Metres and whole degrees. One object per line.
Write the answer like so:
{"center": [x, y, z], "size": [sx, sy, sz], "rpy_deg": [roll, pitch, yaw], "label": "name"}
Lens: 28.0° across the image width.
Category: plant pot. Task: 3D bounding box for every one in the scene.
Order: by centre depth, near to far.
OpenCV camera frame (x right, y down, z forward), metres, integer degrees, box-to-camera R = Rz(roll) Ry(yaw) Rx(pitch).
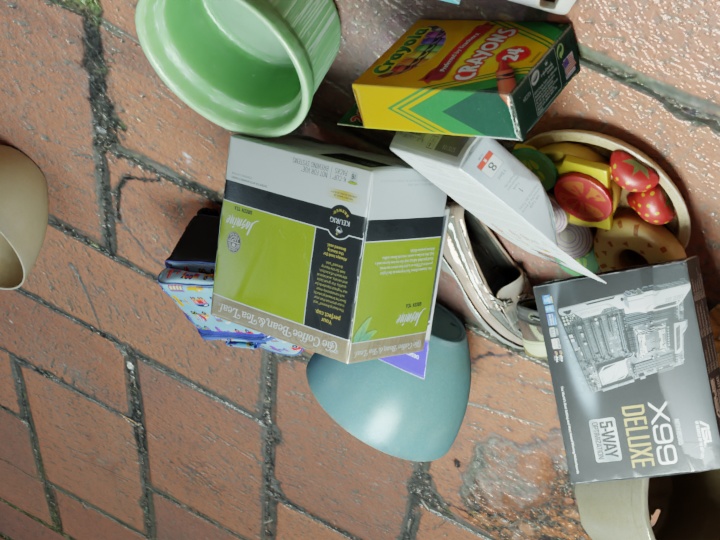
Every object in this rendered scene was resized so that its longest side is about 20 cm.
{"center": [0.332, 0.241, 1.542], "size": [0.200, 0.201, 0.183], "rpy_deg": [41, 159, -14], "label": "plant pot"}
{"center": [0.054, 0.108, 1.707], "size": [0.199, 0.200, 0.135], "rpy_deg": [32, 114, 2], "label": "plant pot"}
{"center": [-0.501, -0.092, 1.955], "size": [0.199, 0.135, 0.201], "rpy_deg": [22, 147, 15], "label": "plant pot"}

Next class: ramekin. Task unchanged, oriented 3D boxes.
{"center": [-0.116, -0.239, 1.438], "size": [0.199, 0.098, 0.201], "rpy_deg": [23, 147, 16], "label": "ramekin"}

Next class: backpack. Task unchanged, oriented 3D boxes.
{"center": [-0.129, 0.032, 1.794], "size": [0.181, 0.135, 0.201], "rpy_deg": [6, 142, 38], "label": "backpack"}

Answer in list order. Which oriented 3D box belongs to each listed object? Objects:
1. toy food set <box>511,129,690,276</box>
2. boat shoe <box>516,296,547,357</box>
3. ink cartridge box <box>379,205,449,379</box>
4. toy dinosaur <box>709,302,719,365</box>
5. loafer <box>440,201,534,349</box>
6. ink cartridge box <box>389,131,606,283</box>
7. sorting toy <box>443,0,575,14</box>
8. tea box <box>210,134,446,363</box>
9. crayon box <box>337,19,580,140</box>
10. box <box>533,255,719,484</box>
{"center": [0.229, -0.058, 1.424], "size": [0.197, 0.049, 0.201], "rpy_deg": [16, 145, 26], "label": "toy food set"}
{"center": [0.251, 0.046, 1.516], "size": [0.199, 0.073, 0.065], "rpy_deg": [-14, 114, 32], "label": "boat shoe"}
{"center": [0.000, 0.000, 1.592], "size": [0.197, 0.043, 0.202], "rpy_deg": [21, 114, 35], "label": "ink cartridge box"}
{"center": [0.335, 0.076, 1.461], "size": [0.106, 0.061, 0.200], "rpy_deg": [23, 119, -44], "label": "toy dinosaur"}
{"center": [0.145, 0.006, 1.575], "size": [0.063, 0.072, 0.200], "rpy_deg": [-22, 117, 45], "label": "loafer"}
{"center": [0.140, -0.071, 1.376], "size": [0.199, 0.050, 0.162], "rpy_deg": [33, 178, -25], "label": "ink cartridge box"}
{"center": [0.121, -0.276, 1.202], "size": [0.179, 0.108, 0.200], "rpy_deg": [20, 152, -17], "label": "sorting toy"}
{"center": [-0.034, -0.027, 1.495], "size": [0.199, 0.133, 0.199], "rpy_deg": [18, 104, 37], "label": "tea box"}
{"center": [0.083, -0.177, 1.313], "size": [0.199, 0.127, 0.051], "rpy_deg": [7, 131, 35], "label": "crayon box"}
{"center": [0.265, 0.098, 1.397], "size": [0.157, 0.050, 0.202], "rpy_deg": [-10, 92, 28], "label": "box"}
